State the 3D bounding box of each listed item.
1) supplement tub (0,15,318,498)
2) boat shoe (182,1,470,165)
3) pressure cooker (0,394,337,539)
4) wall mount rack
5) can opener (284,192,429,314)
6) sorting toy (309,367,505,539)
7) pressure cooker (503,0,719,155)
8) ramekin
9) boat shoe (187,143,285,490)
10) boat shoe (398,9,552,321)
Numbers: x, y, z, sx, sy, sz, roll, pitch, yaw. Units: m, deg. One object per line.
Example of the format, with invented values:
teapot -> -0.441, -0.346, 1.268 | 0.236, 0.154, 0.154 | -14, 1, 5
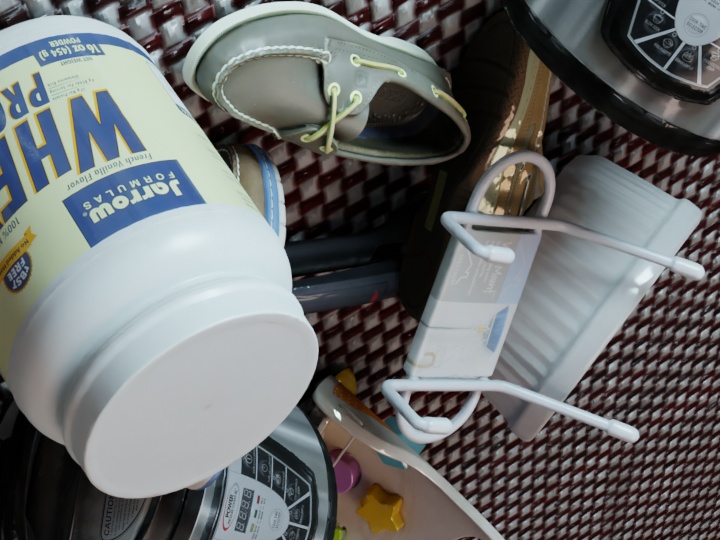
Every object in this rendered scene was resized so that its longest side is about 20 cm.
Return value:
supplement tub -> -0.121, -0.007, 0.814 | 0.144, 0.201, 0.146 | -27, 149, -18
boat shoe -> -0.012, -0.098, 0.946 | 0.201, 0.060, 0.072 | 4, 131, -49
pressure cooker -> -0.133, 0.135, 1.016 | 0.179, 0.177, 0.199 | -45, 139, 16
wall mount rack -> 0.107, 0.034, 1.029 | 0.172, 0.075, 0.202 | 3, 116, -36
can opener -> 0.000, 0.000, 1.091 | 0.198, 0.063, 0.079 | -13, 138, -36
sorting toy -> 0.012, 0.186, 1.228 | 0.201, 0.179, 0.107 | -57, 174, 33
pressure cooker -> 0.190, -0.188, 0.910 | 0.175, 0.179, 0.201 | -2, 138, -49
ramekin -> 0.139, 0.011, 1.166 | 0.203, 0.094, 0.202 | -52, 174, -7
boat shoe -> -0.092, 0.012, 0.922 | 0.072, 0.202, 0.072 | 23, 149, -30
boat shoe -> 0.086, -0.061, 1.051 | 0.075, 0.072, 0.202 | 8, 112, -28
